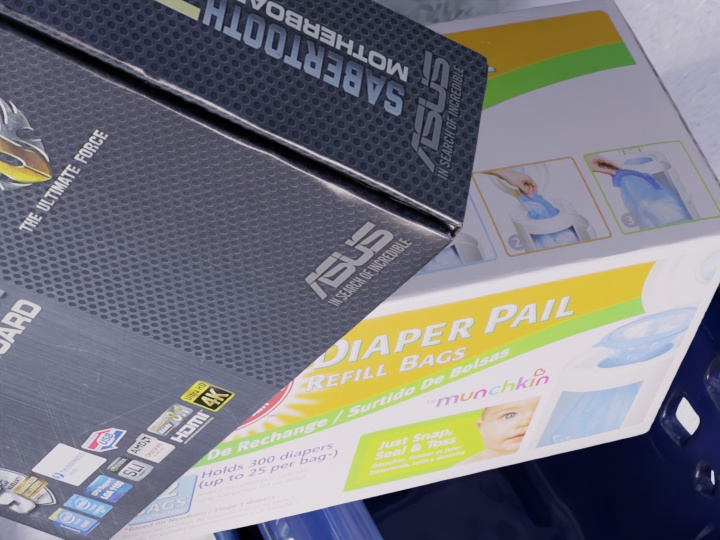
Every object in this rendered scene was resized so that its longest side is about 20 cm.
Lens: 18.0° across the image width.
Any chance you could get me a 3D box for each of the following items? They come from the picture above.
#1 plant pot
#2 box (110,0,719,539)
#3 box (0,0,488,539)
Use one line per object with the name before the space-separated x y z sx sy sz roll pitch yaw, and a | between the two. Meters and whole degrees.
plant pot | 0.056 0.092 0.852 0.199 0.201 0.180 -21 156 -24
box | 0.000 0.000 0.712 0.198 0.102 0.113 -11 145 -20
box | -0.088 -0.014 0.517 0.157 0.051 0.200 25 143 -19
